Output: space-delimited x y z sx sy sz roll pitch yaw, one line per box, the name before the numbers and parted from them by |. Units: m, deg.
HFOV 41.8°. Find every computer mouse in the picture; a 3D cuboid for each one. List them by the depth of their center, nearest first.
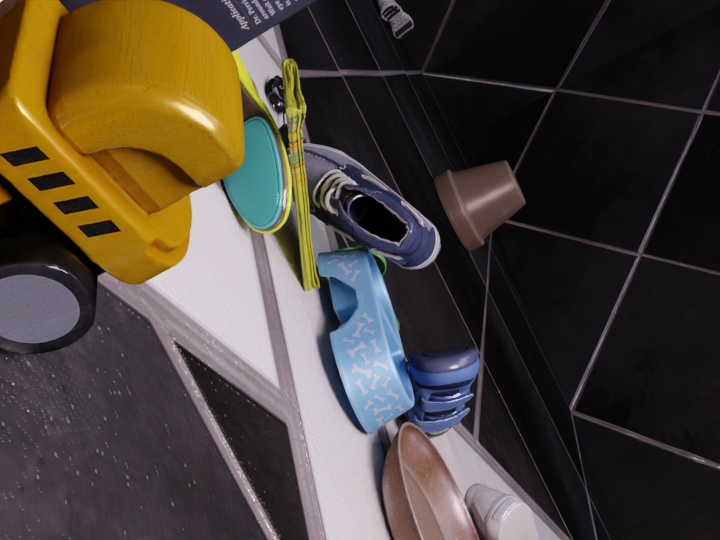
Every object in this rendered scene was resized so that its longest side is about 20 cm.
computer mouse | -0.075 -0.160 1.065 0.059 0.034 0.201 49 20 -46

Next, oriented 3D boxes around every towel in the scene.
towel | -0.053 -0.083 0.854 0.087 0.018 0.202 -99 -175 -49

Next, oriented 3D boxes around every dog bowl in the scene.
dog bowl | 0.006 0.058 0.906 0.201 0.049 0.112 -103 170 -46

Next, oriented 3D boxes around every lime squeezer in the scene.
lime squeezer | 0.000 0.000 1.085 0.200 0.037 0.071 47 52 -55

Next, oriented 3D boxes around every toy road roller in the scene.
toy road roller | -0.138 -0.077 0.403 0.200 0.145 0.124 53 17 -41

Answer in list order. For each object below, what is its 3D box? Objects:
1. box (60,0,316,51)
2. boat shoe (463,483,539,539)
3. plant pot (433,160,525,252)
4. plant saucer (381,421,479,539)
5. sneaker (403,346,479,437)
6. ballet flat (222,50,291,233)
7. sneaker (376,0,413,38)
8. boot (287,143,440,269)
box | -0.117 -0.264 0.721 0.118 0.198 0.198 52 18 -38
boat shoe | 0.149 0.302 1.012 0.068 0.072 0.201 29 -26 42
plant pot | 0.290 -0.168 2.216 0.201 0.173 0.201 59 14 -25
plant saucer | 0.067 0.241 0.867 0.202 0.036 0.201 59 13 -23
sneaker | 0.080 0.125 0.958 0.200 0.073 0.083 103 -18 -75
ballet flat | -0.099 -0.126 0.825 0.202 0.066 0.067 64 22 11
sneaker | 0.103 -0.776 2.862 0.082 0.075 0.200 60 10 24
boot | -0.014 -0.074 0.910 0.199 0.073 0.090 31 1 22
